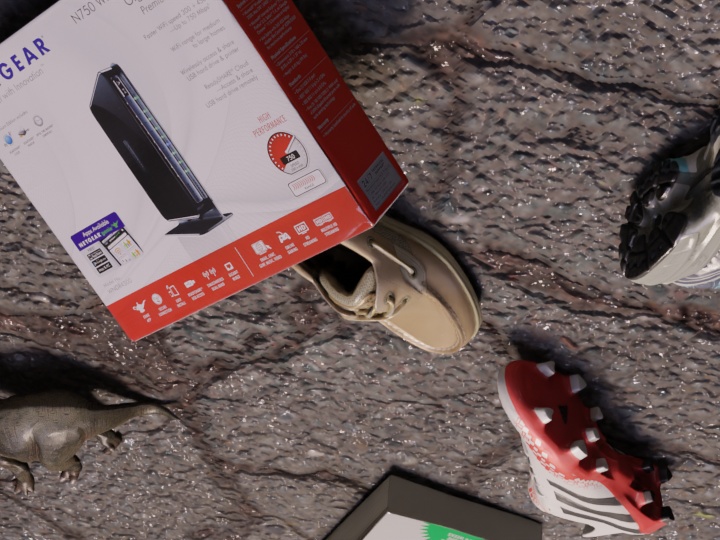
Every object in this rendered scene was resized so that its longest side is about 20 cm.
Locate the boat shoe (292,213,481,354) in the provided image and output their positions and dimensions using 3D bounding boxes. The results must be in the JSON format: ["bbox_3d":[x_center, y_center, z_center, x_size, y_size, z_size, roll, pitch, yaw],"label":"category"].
[{"bbox_3d":[0.000,0.000,0.941,0.072,0.066,0.200,-18,133,35],"label":"boat shoe"}]

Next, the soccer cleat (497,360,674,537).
[{"bbox_3d":[0.139,0.130,1.070,0.084,0.069,0.200,-22,136,32],"label":"soccer cleat"}]

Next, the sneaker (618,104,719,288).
[{"bbox_3d":[0.220,-0.050,0.819,0.085,0.079,0.200,13,152,-21],"label":"sneaker"}]

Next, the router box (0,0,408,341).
[{"bbox_3d":[-0.101,-0.074,0.834,0.199,0.049,0.180,-25,106,39],"label":"router box"}]

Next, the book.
[{"bbox_3d":[0.043,0.238,1.264,0.132,0.049,0.200,18,141,-14],"label":"book"}]

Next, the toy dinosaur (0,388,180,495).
[{"bbox_3d":[-0.236,0.118,1.160,0.197,0.078,0.103,6,156,15],"label":"toy dinosaur"}]
